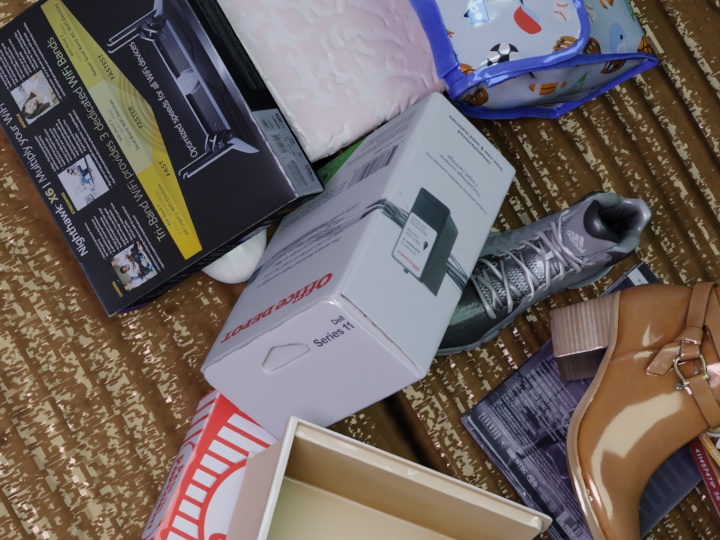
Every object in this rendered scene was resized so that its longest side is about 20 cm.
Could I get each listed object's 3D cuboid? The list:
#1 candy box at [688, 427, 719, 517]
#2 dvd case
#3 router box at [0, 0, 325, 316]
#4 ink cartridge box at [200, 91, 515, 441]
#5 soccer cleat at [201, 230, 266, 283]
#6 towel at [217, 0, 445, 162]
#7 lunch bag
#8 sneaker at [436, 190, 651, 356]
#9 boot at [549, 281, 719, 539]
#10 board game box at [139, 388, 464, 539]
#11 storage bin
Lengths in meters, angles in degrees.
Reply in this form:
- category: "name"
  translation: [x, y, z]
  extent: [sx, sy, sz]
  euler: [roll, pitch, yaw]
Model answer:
- category: "candy box"
  translation: [0.334, 0.108, 1.442]
  extent: [0.200, 0.055, 0.116]
  euler: [-30, 101, -30]
- category: "dvd case"
  translation: [0.184, 0.106, 1.413]
  extent: [0.200, 0.016, 0.149]
  euler: [-38, 90, -28]
- category: "router box"
  translation: [-0.140, -0.095, 1.261]
  extent: [0.200, 0.157, 0.052]
  euler: [60, 20, 3]
- category: "ink cartridge box"
  translation: [0.000, 0.000, 1.262]
  extent: [0.083, 0.146, 0.200]
  euler: [43, 46, -17]
- category: "soccer cleat"
  translation: [-0.112, -0.088, 1.311]
  extent: [0.069, 0.078, 0.200]
  euler: [-17, 81, -27]
- category: "towel"
  translation: [-0.031, -0.183, 1.378]
  extent: [0.200, 0.032, 0.191]
  euler: [-32, 87, -44]
- category: "lunch bag"
  translation: [0.101, -0.200, 1.383]
  extent: [0.200, 0.124, 0.170]
  euler: [-6, 72, -51]
- category: "sneaker"
  translation: [0.120, -0.011, 1.366]
  extent: [0.200, 0.115, 0.075]
  euler: [-26, 85, -29]
- category: "boot"
  translation: [0.218, 0.102, 1.344]
  extent: [0.155, 0.077, 0.200]
  euler: [-9, 61, 10]
- category: "board game box"
  translation: [-0.040, 0.187, 1.270]
  extent: [0.200, 0.046, 0.152]
  euler: [28, 64, -13]
- category: "storage bin"
  translation: [0.005, 0.224, 1.198]
  extent: [0.198, 0.094, 0.200]
  euler: [22, 66, -16]
